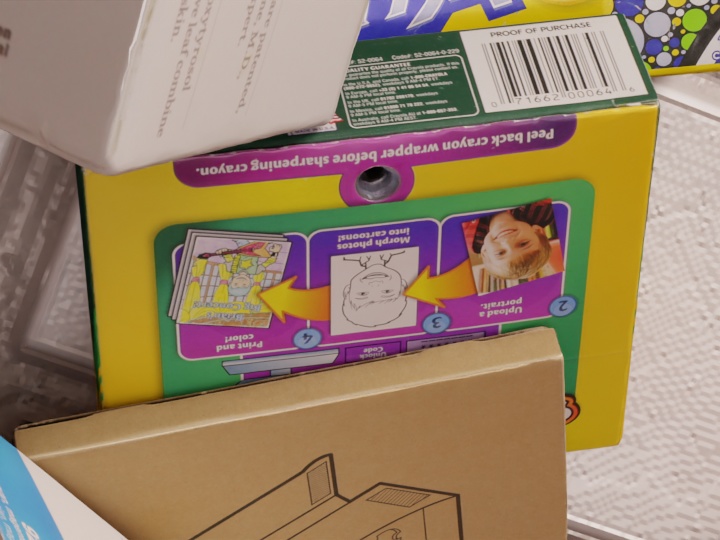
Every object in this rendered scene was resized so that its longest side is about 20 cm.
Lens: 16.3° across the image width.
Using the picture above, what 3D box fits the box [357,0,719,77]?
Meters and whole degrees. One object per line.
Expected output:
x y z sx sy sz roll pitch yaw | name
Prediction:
0.038 -0.104 0.924 0.199 0.064 0.070 -6 106 -9 | box

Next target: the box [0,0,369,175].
-0.096 -0.160 0.768 0.199 0.171 0.201 22 107 18 | box

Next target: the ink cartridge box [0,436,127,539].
-0.113 0.175 0.851 0.147 0.145 0.200 -44 125 3 | ink cartridge box

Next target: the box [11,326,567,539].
-0.020 0.099 0.948 0.199 0.021 0.164 -11 136 -4 | box

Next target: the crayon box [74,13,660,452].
0.000 0.000 0.914 0.199 0.058 0.173 -6 134 -8 | crayon box
